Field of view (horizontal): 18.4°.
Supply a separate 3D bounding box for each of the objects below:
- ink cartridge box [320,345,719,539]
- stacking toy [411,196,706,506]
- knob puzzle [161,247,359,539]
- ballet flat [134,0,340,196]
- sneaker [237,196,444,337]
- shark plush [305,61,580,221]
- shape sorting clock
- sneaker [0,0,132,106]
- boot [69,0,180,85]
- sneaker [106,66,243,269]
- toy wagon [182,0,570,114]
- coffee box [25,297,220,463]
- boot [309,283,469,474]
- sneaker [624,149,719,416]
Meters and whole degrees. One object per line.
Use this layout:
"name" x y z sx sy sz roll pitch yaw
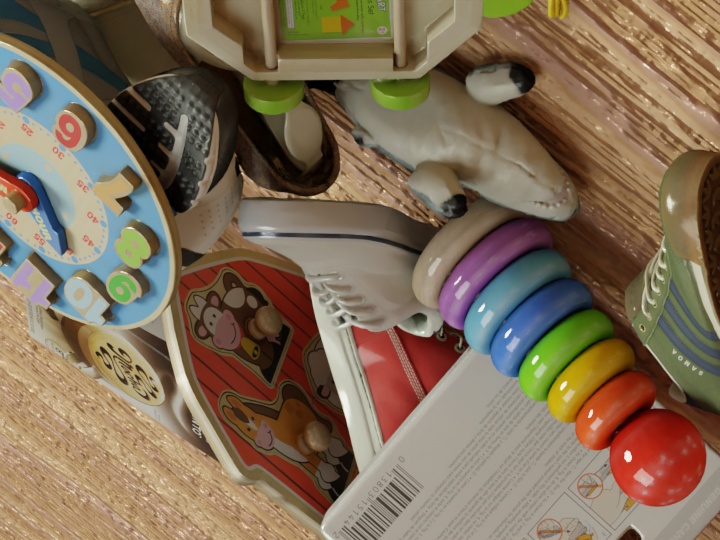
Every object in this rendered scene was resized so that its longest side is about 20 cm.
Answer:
"ink cartridge box" 0.104 0.137 1.351 0.176 0.200 0.045 41 -172 -1
"stacking toy" 0.120 0.050 1.258 0.200 0.085 0.086 48 157 22
"knob puzzle" -0.049 0.061 1.443 0.030 0.220 0.220 -34 106 36
"ballet flat" -0.062 -0.117 1.227 0.067 0.068 0.200 34 163 49
"sneaker" 0.000 0.000 1.298 0.073 0.071 0.199 3 173 37
"shark plush" 0.029 -0.077 1.264 0.199 0.092 0.083 15 175 31
"shape sorting clock" -0.181 -0.047 1.234 0.199 0.039 0.201 30 146 22
"sneaker" -0.204 -0.132 1.288 0.076 0.081 0.200 -20 124 36
"boot" -0.166 -0.135 1.378 0.199 0.072 0.155 -19 122 36
"sneaker" -0.100 -0.059 1.244 0.074 0.080 0.200 50 150 11
"toy wagon" 0.008 -0.150 1.130 0.198 0.040 0.156 -2 137 0
"coffee box" -0.148 0.046 1.645 0.199 0.080 0.113 32 151 15
"boot" 0.049 0.039 1.413 0.072 0.143 0.201 35 -144 -81
"sneaker" 0.177 0.014 1.203 0.089 0.067 0.201 8 143 37
